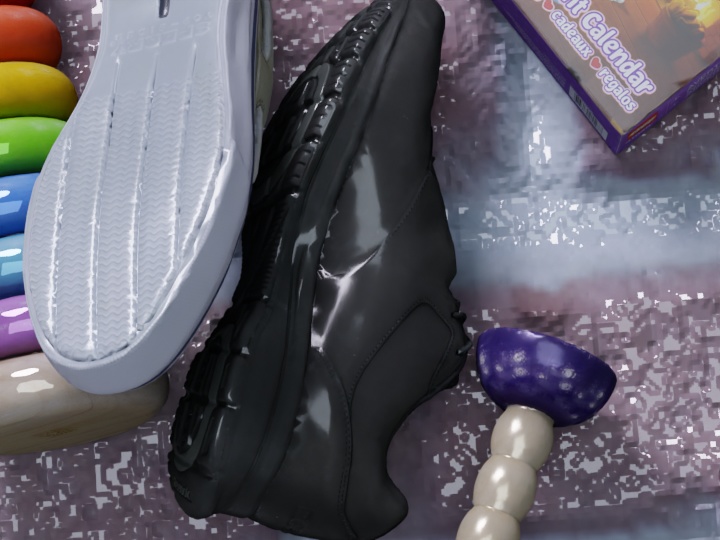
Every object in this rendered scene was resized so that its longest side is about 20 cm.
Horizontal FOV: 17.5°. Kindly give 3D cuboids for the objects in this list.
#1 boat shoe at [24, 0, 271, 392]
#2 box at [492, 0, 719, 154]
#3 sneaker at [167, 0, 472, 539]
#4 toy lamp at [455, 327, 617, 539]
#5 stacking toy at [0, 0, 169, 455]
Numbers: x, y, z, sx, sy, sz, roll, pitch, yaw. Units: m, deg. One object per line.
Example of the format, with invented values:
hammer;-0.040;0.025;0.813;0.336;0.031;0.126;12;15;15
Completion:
boat shoe;-0.058;-0.043;0.775;0.071;0.062;0.201;-5;55;23
box;0.083;-0.163;0.838;0.137;0.039;0.200;-38;82;-3
sneaker;0.000;0.000;0.813;0.090;0.076;0.202;21;79;-16
toy lamp;0.031;0.119;0.778;0.058;0.058;0.201;17;71;5
stacking toy;-0.123;-0.041;0.818;0.085;0.085;0.202;-11;78;2
